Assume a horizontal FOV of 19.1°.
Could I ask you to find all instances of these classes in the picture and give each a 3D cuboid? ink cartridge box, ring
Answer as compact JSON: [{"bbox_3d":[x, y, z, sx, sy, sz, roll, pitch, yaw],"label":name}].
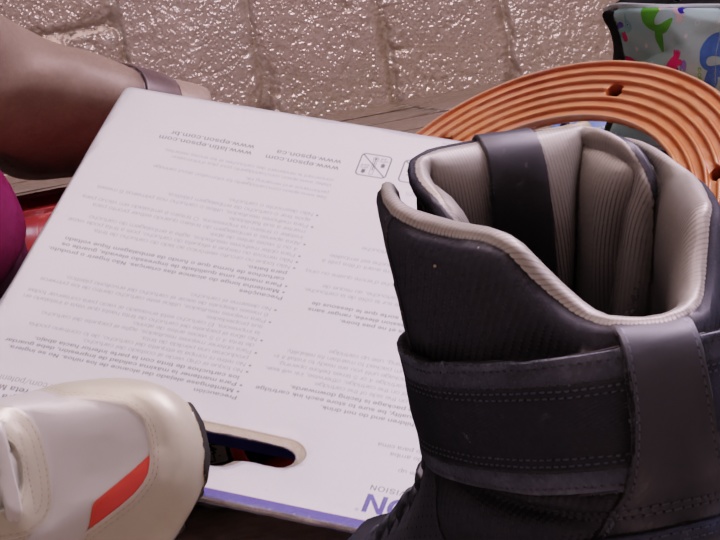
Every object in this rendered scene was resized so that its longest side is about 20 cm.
[{"bbox_3d":[-0.025,0.021,0.752,0.199,0.041,0.200,10,43,13],"label":"ink cartridge box"},{"bbox_3d":[0.077,-0.014,0.916,0.200,0.019,0.201,-18,42,17],"label":"ring"}]

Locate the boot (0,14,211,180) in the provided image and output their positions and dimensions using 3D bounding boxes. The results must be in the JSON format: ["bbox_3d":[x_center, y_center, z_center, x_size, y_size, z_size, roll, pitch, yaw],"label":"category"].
[{"bbox_3d":[-0.139,-0.082,0.967,0.146,0.071,0.200,10,-7,-18],"label":"boot"}]

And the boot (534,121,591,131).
[{"bbox_3d":[0.036,-0.018,1.041,0.199,0.108,0.075,-8,10,28],"label":"boot"}]

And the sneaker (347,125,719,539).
[{"bbox_3d":[0.033,0.039,0.510,0.077,0.147,0.202,-15,8,-21],"label":"sneaker"}]

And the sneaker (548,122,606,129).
[{"bbox_3d":[0.136,-0.053,1.236,0.074,0.083,0.200,-9,10,0],"label":"sneaker"}]

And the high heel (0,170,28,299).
[{"bbox_3d":[-0.192,0.039,0.743,0.067,0.096,0.200,17,53,35],"label":"high heel"}]

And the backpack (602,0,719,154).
[{"bbox_3d":[0.223,-0.072,0.977,0.177,0.151,0.200,1,-5,-35],"label":"backpack"}]

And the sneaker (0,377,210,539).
[{"bbox_3d":[-0.142,0.077,0.627,0.199,0.071,0.093,-15,-15,-2],"label":"sneaker"}]

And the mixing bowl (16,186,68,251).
[{"bbox_3d":[-0.135,0.020,0.979,0.199,0.109,0.200,-10,9,2],"label":"mixing bowl"}]

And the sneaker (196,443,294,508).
[{"bbox_3d":[-0.110,0.061,0.800,0.200,0.068,0.108,-11,5,-21],"label":"sneaker"}]
